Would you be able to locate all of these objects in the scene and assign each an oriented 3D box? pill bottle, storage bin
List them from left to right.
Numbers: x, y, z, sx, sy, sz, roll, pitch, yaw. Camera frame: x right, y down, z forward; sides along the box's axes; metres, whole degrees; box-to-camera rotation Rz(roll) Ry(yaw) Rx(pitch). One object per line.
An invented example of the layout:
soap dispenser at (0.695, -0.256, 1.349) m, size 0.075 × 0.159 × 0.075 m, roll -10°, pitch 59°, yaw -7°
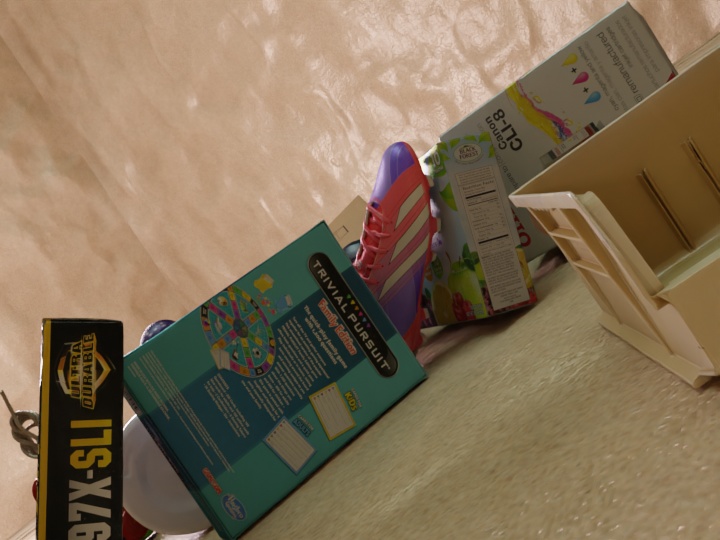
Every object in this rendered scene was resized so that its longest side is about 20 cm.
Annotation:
pill bottle at (-0.152, 0.159, 0.763) m, size 0.110 × 0.112 × 0.200 m, roll -35°, pitch 2°, yaw -2°
storage bin at (0.185, -0.054, 0.375) m, size 0.199 × 0.094 × 0.199 m, roll -35°, pitch 2°, yaw 6°

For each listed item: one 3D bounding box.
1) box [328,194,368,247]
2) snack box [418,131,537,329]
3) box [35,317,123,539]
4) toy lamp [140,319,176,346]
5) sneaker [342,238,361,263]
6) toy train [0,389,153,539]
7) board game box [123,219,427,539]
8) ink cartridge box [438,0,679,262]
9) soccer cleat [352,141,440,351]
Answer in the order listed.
box at (-0.052, -0.005, 1.030) m, size 0.200 × 0.021 × 0.164 m, roll -45°, pitch 17°, yaw 3°
snack box at (0.077, -0.026, 0.737) m, size 0.052 × 0.144 × 0.200 m, roll -14°, pitch -4°, yaw -15°
box at (-0.176, 0.141, 0.507) m, size 0.049 × 0.203 × 0.159 m, roll 2°, pitch -12°, yaw -23°
toy lamp at (-0.156, 0.074, 0.738) m, size 0.058 × 0.059 × 0.199 m, roll -35°, pitch 15°, yaw -19°
sneaker at (0.000, 0.000, 0.830) m, size 0.069 × 0.083 × 0.201 m, roll -7°, pitch -23°, yaw -2°
toy train at (-0.268, 0.188, 0.829) m, size 0.084 × 0.201 × 0.116 m, roll -33°, pitch -2°, yaw 20°
board game box at (-0.067, 0.080, 0.635) m, size 0.199 × 0.152 × 0.047 m, roll -35°, pitch 2°, yaw -25°
ink cartridge box at (0.202, -0.122, 0.759) m, size 0.199 × 0.146 × 0.144 m, roll -33°, pitch -2°, yaw 26°
soccer cleat at (0.021, -0.009, 0.697) m, size 0.075 × 0.202 × 0.067 m, roll -12°, pitch 35°, yaw -17°
